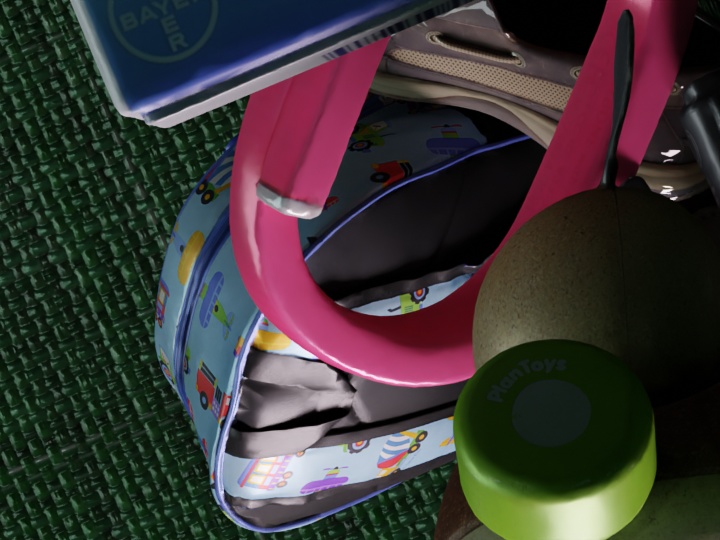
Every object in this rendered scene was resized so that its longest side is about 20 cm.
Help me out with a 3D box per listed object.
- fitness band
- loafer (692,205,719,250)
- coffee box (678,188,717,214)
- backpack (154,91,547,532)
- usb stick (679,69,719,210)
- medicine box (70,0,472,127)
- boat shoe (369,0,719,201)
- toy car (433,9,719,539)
[{"bbox_3d":[0.037,-0.058,0.917,0.144,0.200,0.037,16,-169,-40],"label":"fitness band"},{"bbox_3d":[0.116,0.057,1.093,0.070,0.070,0.200,55,-133,-51],"label":"loafer"},{"bbox_3d":[0.139,0.010,1.257,0.200,0.080,0.113,-16,-95,-86],"label":"coffee box"},{"bbox_3d":[0.000,0.000,1.100,0.135,0.200,0.183,41,134,30],"label":"backpack"},{"bbox_3d":[0.153,0.030,0.928,0.055,0.033,0.200,23,-136,-76],"label":"usb stick"},{"bbox_3d":[-0.016,-0.165,0.804,0.103,0.182,0.200,-50,-63,-87],"label":"medicine box"},{"bbox_3d":[0.049,-0.098,1.023,0.073,0.200,0.075,100,-164,-50],"label":"boat shoe"},{"bbox_3d":[0.097,0.027,0.867,0.164,0.158,0.200,80,-174,-51],"label":"toy car"}]
